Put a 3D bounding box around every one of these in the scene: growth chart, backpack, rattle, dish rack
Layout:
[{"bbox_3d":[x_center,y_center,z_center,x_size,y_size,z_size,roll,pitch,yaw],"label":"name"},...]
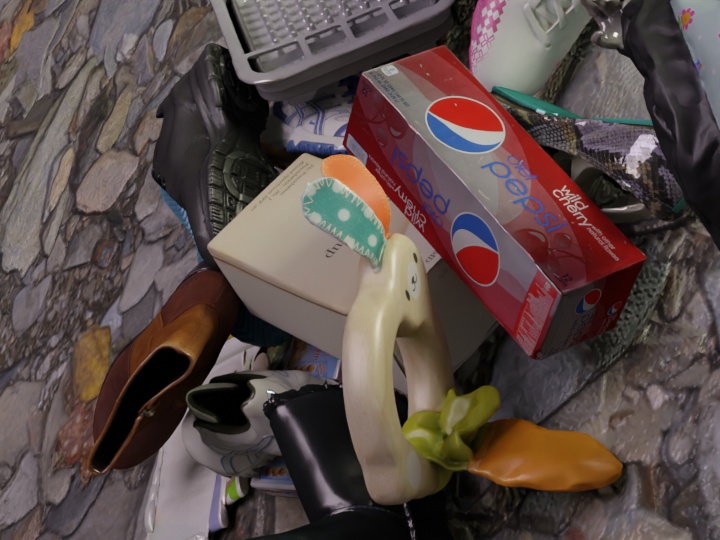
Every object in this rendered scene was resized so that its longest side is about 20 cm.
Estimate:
[{"bbox_3d":[-0.118,0.141,1.437,0.144,0.018,0.201,-17,55,50],"label":"growth chart"},{"bbox_3d":[0.239,-0.116,0.950,0.199,0.126,0.168,-27,57,19],"label":"backpack"},{"bbox_3d":[0.053,0.028,1.077,0.142,0.130,0.202,-5,88,39],"label":"rattle"},{"bbox_3d":[-0.019,-0.193,1.431,0.171,0.044,0.200,-23,35,0],"label":"dish rack"}]

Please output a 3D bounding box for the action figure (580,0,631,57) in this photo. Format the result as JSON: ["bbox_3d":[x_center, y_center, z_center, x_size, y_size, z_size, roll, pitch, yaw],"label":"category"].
[{"bbox_3d":[0.187,-0.165,1.116,0.119,0.102,0.200,-50,31,10],"label":"action figure"}]

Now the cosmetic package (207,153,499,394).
[{"bbox_3d":[0.000,0.000,1.250,0.104,0.073,0.200,-45,36,-18],"label":"cosmetic package"}]

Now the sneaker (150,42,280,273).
[{"bbox_3d":[-0.109,-0.070,1.386,0.091,0.076,0.201,-36,39,29],"label":"sneaker"}]

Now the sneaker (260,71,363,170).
[{"bbox_3d":[-0.017,-0.116,1.410,0.200,0.075,0.089,14,80,58],"label":"sneaker"}]

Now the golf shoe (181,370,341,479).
[{"bbox_3d":[-0.084,0.093,1.298,0.199,0.097,0.079,-14,60,55],"label":"golf shoe"}]

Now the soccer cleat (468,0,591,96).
[{"bbox_3d":[0.135,-0.198,1.236,0.086,0.070,0.201,14,78,62],"label":"soccer cleat"}]

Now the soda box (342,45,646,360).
[{"bbox_3d":[0.076,-0.043,1.135,0.200,0.070,0.064,50,144,28],"label":"soda box"}]

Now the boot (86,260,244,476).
[{"bbox_3d":[-0.146,0.096,1.306,0.188,0.068,0.200,-48,8,19],"label":"boot"}]

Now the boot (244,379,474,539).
[{"bbox_3d":[-0.021,0.138,1.129,0.074,0.197,0.163,-55,40,35],"label":"boot"}]

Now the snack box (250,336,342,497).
[{"bbox_3d":[-0.024,0.060,1.345,0.072,0.024,0.201,-5,65,54],"label":"snack box"}]

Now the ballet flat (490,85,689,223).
[{"bbox_3d":[0.131,-0.067,1.154,0.200,0.072,0.072,21,87,55],"label":"ballet flat"}]

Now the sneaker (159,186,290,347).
[{"bbox_3d":[-0.082,-0.020,1.440,0.077,0.080,0.201,-47,46,24],"label":"sneaker"}]
